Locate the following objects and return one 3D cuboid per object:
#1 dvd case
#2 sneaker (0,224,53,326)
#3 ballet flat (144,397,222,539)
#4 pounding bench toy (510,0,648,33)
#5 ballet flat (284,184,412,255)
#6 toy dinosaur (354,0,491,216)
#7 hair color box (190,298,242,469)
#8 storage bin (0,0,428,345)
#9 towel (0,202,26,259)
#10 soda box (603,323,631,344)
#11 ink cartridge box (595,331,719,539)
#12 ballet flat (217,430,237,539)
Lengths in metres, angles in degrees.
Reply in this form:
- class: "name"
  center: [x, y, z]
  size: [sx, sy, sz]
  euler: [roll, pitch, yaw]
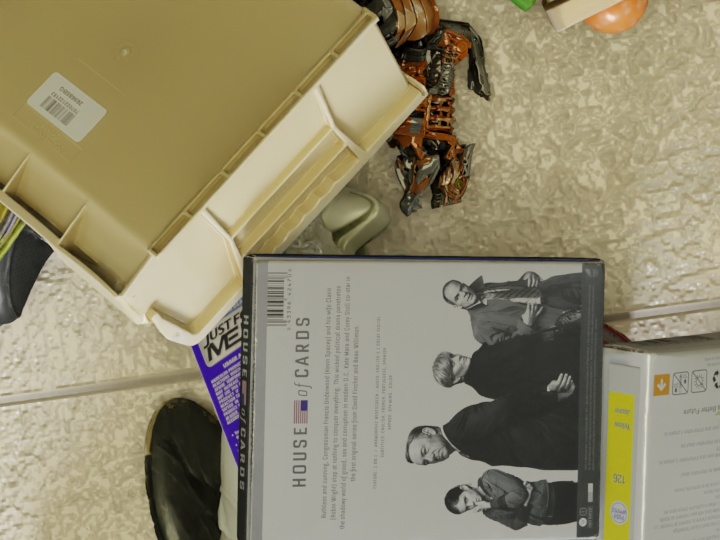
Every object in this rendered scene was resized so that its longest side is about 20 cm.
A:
- class: "dvd case"
  center: [0.033, 0.067, 1.469]
  size: [0.199, 0.025, 0.151]
  euler: [1, 92, -20]
- class: "sneaker"
  center: [-0.166, -0.055, 1.599]
  size: [0.082, 0.073, 0.201]
  euler: [22, 98, 1]
- class: "ballet flat"
  center: [-0.084, 0.172, 1.641]
  size: [0.066, 0.057, 0.201]
  euler: [-19, 91, -20]
- class: "pounding bench toy"
  center: [0.102, -0.198, 1.541]
  size: [0.199, 0.124, 0.157]
  euler: [-26, 96, 6]
- class: "ballet flat"
  center: [0.000, 0.000, 1.559]
  size: [0.072, 0.072, 0.201]
  euler: [-31, 60, 6]
- class: "toy dinosaur"
  center: [-0.001, -0.129, 1.587]
  size: [0.135, 0.102, 0.201]
  euler: [-16, 74, -9]
- class: "hair color box"
  center: [-0.014, 0.109, 1.552]
  size: [0.065, 0.109, 0.201]
  euler: [-32, 65, 23]
- class: "storage bin"
  center: [-0.110, -0.094, 1.476]
  size: [0.200, 0.094, 0.199]
  euler: [38, 80, 26]
- class: "towel"
  center: [-0.272, -0.040, 1.574]
  size: [0.200, 0.023, 0.144]
  euler: [30, 84, 30]
- class: "soda box"
  center: [0.080, 0.113, 1.612]
  size: [0.063, 0.070, 0.201]
  euler: [32, 99, -4]
- class: "ink cartridge box"
  center: [0.209, 0.134, 1.565]
  size: [0.047, 0.197, 0.201]
  euler: [12, 102, 46]
- class: "ballet flat"
  center: [-0.040, 0.178, 1.598]
  size: [0.069, 0.069, 0.201]
  euler: [-30, 97, 6]
